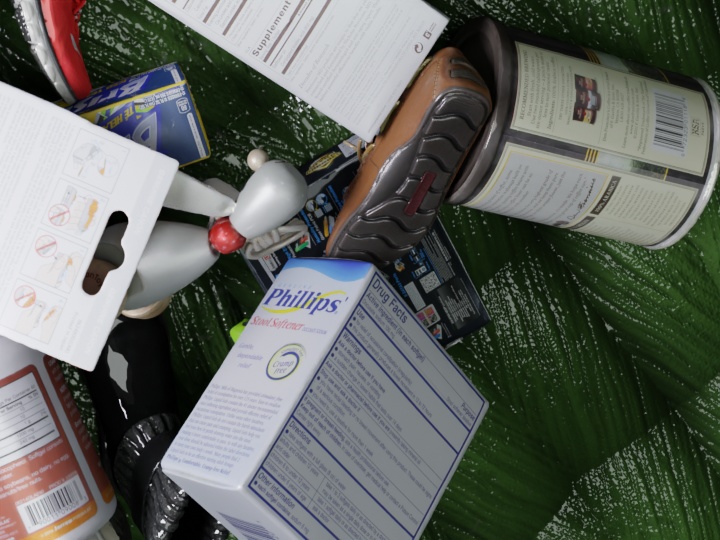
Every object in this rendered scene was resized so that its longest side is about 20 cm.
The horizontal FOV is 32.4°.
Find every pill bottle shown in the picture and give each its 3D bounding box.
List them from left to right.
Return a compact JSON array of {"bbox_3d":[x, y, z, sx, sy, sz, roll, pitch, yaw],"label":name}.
[{"bbox_3d":[-0.270,0.113,0.931,0.111,0.112,0.202,-22,97,-5],"label":"pill bottle"}]

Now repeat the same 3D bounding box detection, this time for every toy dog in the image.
[{"bbox_3d":[-0.141,-0.037,0.923,0.198,0.132,0.097,-28,83,-6],"label":"toy dog"}]

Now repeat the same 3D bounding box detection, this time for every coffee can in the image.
[{"bbox_3d":[0.166,-0.106,0.993,0.198,0.147,0.148,11,108,-19],"label":"coffee can"}]

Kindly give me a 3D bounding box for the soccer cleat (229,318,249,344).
[{"bbox_3d":[-0.079,0.125,1.069,0.067,0.081,0.202,-38,145,-41],"label":"soccer cleat"}]

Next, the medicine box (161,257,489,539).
[{"bbox_3d":[-0.020,0.124,0.951,0.182,0.102,0.201,49,60,-34],"label":"medicine box"}]

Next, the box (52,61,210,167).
[{"bbox_3d":[-0.218,-0.092,0.937,0.198,0.070,0.065,-20,116,-6],"label":"box"}]

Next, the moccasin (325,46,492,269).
[{"bbox_3d":[0.028,-0.080,0.952,0.073,0.078,0.203,10,128,-21],"label":"moccasin"}]

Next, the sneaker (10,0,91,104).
[{"bbox_3d":[-0.212,-0.219,0.887,0.084,0.077,0.202,-14,113,-16],"label":"sneaker"}]

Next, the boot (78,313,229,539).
[{"bbox_3d":[-0.163,0.125,0.986,0.079,0.158,0.214,-17,117,-20],"label":"boot"}]

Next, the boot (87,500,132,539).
[{"bbox_3d":[-0.314,0.216,1.044,0.198,0.073,0.183,-21,113,1],"label":"boot"}]

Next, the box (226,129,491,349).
[{"bbox_3d":[0.000,0.000,1.046,0.158,0.046,0.201,-31,116,-1],"label":"box"}]

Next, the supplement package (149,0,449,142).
[{"bbox_3d":[-0.055,-0.203,0.914,0.199,0.114,0.110,30,100,-22],"label":"supplement package"}]

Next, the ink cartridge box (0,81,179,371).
[{"bbox_3d":[-0.245,-0.041,0.864,0.198,0.047,0.162,23,86,-3],"label":"ink cartridge box"}]
